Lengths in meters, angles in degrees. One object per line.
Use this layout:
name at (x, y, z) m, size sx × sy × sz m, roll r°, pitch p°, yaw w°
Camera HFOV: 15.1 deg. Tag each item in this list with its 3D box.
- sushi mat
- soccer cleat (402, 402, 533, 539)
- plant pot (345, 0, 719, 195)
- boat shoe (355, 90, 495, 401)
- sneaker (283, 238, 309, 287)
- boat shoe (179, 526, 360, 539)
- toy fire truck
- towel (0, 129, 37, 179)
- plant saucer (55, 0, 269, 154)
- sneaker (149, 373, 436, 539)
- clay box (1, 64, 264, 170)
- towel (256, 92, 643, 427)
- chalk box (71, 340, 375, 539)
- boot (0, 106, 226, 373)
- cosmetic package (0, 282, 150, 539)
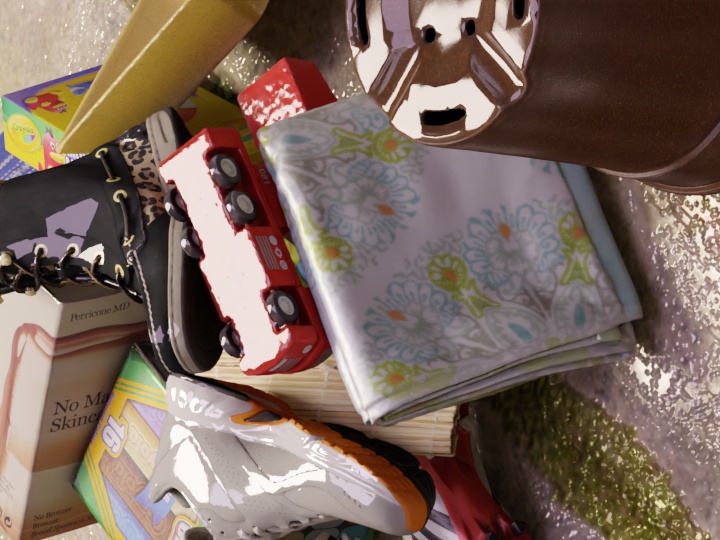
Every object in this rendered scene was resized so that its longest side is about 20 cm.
sushi mat at (-0.021, 0.060, 1.611) m, size 0.200 × 0.012 × 0.096 m, roll 0°, pitch 75°, yaw 35°
soccer cleat at (0.045, 0.128, 1.622) m, size 0.200 × 0.069 × 0.085 m, roll 61°, pitch 141°, yaw 14°
plant pot at (0.113, -0.141, 1.440) m, size 0.200 × 0.198 × 0.200 m, roll 1°, pitch 91°, yaw 49°
boat shoe at (0.057, -0.025, 1.611) m, size 0.066 × 0.072 × 0.201 m, roll -27°, pitch 78°, yaw 37°
sneaker at (0.000, 0.000, 1.670) m, size 0.105 × 0.076 × 0.200 m, roll -37°, pitch 63°, yaw 43°
boat shoe at (-0.017, 0.190, 1.591) m, size 0.200 × 0.071 × 0.070 m, roll 10°, pitch 114°, yaw 20°
toy fire truck at (-0.047, -0.032, 1.605) m, size 0.049 × 0.141 × 0.200 m, roll -36°, pitch 69°, yaw 34°
towel at (-0.221, -0.054, 1.892) m, size 0.200 × 0.145 × 0.024 m, roll 15°, pitch 142°, yaw 47°
plant saucer at (-0.099, -0.174, 1.738) m, size 0.200 × 0.048 × 0.200 m, roll -43°, pitch 17°, yaw 42°
sneaker at (-0.042, 0.128, 1.561) m, size 0.200 × 0.076 × 0.092 m, roll 20°, pitch 95°, yaw 41°
clay box at (-0.137, -0.082, 1.793) m, size 0.200 × 0.115 × 0.048 m, roll 28°, pitch 130°, yaw 45°
towel at (0.052, -0.020, 1.543) m, size 0.048 × 0.171 × 0.200 m, roll 99°, pitch 152°, yaw -67°
chalk box at (-0.070, 0.151, 1.720) m, size 0.200 × 0.124 × 0.124 m, roll 50°, pitch 126°, yaw 37°
boot at (-0.164, 0.000, 1.632) m, size 0.154 × 0.074 × 0.204 m, roll -17°, pitch 46°, yaw 8°
cosmetic package at (-0.191, 0.069, 1.775) m, size 0.087 × 0.103 × 0.200 m, roll 43°, pitch 134°, yaw 37°
